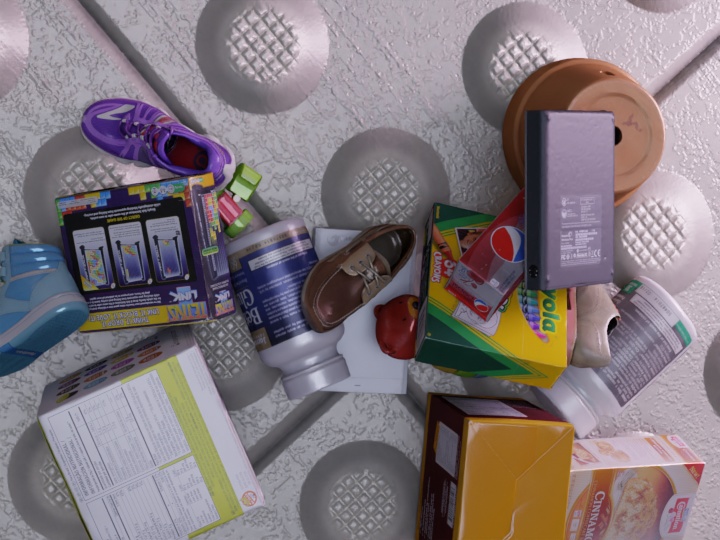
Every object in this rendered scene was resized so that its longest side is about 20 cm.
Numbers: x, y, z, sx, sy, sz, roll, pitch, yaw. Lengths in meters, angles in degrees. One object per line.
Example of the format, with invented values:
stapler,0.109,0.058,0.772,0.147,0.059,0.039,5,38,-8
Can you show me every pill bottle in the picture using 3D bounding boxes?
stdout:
pill bottle,-0.084,0.048,1.681,0.110,0.111,0.202,-21,88,-8
pill bottle,0.319,0.112,1.774,0.200,0.113,0.113,-42,100,-5

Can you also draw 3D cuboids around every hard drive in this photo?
hard drive,0.000,0.051,1.755,0.130,0.026,0.203,3,95,-11
hard drive,0.242,-0.083,1.610,0.139,0.033,0.203,-5,97,-43

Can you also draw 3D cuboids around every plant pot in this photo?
plant pot,0.288,-0.166,1.732,0.197,0.140,0.203,-1,95,-9

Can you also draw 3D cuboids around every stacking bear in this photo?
stacking bear,0.115,0.075,1.726,0.197,0.114,0.123,5,54,-17

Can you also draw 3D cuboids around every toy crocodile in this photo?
toy crocodile,-0.193,-0.047,1.693,0.200,0.062,0.068,-44,100,-4

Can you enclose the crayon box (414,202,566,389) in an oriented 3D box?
crayon box,0.158,0.028,1.670,0.170,0.059,0.202,11,54,-7

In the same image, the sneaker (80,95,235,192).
sneaker,-0.241,-0.158,1.648,0.198,0.083,0.082,19,87,11

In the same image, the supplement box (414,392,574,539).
supplement box,0.159,0.266,1.712,0.131,0.200,0.200,4,94,-11

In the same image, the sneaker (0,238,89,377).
sneaker,-0.416,0.041,1.661,0.199,0.079,0.132,-30,67,16

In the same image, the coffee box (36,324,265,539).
coffee box,-0.246,0.201,1.633,0.196,0.200,0.202,-24,99,-7

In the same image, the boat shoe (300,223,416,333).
boat shoe,0.000,0.000,1.651,0.076,0.071,0.200,54,45,-15

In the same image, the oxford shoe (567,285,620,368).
oxford shoe,0.285,0.050,1.736,0.074,0.201,0.071,12,136,5

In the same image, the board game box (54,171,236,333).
board game box,-0.251,-0.019,1.635,0.198,0.057,0.168,-5,98,29

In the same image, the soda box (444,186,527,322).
soda box,0.184,-0.035,1.644,0.070,0.064,0.200,38,55,10

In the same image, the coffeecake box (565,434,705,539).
coffeecake box,0.318,0.294,1.767,0.197,0.073,0.155,0,115,-22
